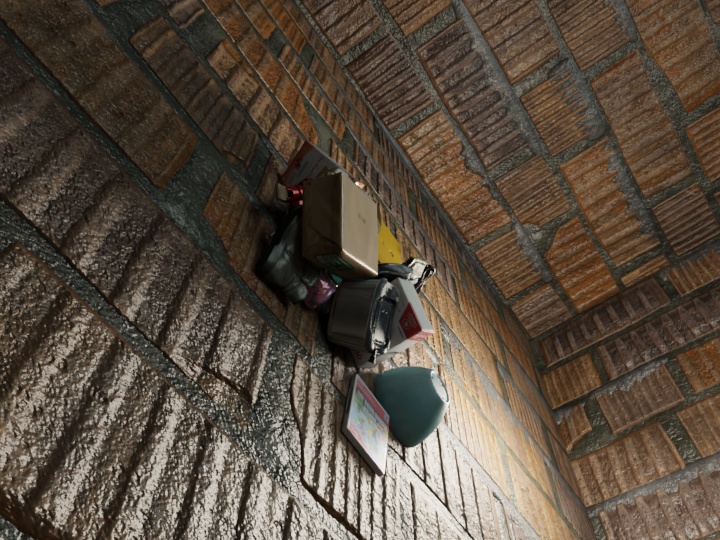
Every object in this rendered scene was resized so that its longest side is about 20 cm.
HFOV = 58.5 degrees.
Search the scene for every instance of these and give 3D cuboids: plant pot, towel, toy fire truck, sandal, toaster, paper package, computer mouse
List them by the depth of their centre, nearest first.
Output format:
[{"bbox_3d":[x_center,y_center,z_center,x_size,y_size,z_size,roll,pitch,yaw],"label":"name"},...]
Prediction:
[{"bbox_3d":[-0.041,-0.093,1.442,0.200,0.102,0.194,35,50,-60],"label":"paper package"},{"bbox_3d":[0.004,0.112,1.499,0.113,0.127,0.203,26,73,-57],"label":"toaster"},{"bbox_3d":[-0.142,-0.140,1.549,0.198,0.128,0.179,-4,75,-40],"label":"toy fire truck"},{"bbox_3d":[-0.020,-0.170,1.601,0.200,0.054,0.081,45,54,-17],"label":"sandal"},{"bbox_3d":[0.144,0.322,1.616,0.201,0.134,0.201,50,21,-26],"label":"plant pot"},{"bbox_3d":[0.081,0.025,1.625,0.197,0.141,0.047,-5,56,-25],"label":"computer mouse"},{"bbox_3d":[0.117,0.036,1.900,0.035,0.192,0.199,57,16,19],"label":"towel"}]

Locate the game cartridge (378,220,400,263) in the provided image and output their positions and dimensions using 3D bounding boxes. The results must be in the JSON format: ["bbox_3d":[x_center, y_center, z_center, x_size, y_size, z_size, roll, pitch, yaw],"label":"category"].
[{"bbox_3d":[0.046,-0.070,1.700,0.200,0.032,0.178,49,28,-31],"label":"game cartridge"}]

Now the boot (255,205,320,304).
[{"bbox_3d":[-0.137,-0.033,1.413,0.130,0.067,0.202,42,59,-24],"label":"boot"}]

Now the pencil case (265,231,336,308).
[{"bbox_3d":[-0.137,-0.012,1.479,0.202,0.087,0.087,58,18,-3],"label":"pencil case"}]

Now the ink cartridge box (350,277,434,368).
[{"bbox_3d":[0.058,0.133,1.581,0.083,0.199,0.146,15,47,-60],"label":"ink cartridge box"}]

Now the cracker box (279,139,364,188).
[{"bbox_3d":[-0.105,-0.234,1.718,0.199,0.135,0.058,40,12,20],"label":"cracker box"}]

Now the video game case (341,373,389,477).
[{"bbox_3d":[0.015,0.339,1.430,0.144,0.017,0.201,54,19,-17],"label":"video game case"}]

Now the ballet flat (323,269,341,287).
[{"bbox_3d":[-0.074,0.010,1.627,0.068,0.067,0.200,52,17,-1],"label":"ballet flat"}]

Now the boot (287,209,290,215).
[{"bbox_3d":[-0.117,-0.092,1.691,0.199,0.073,0.076,34,42,-38],"label":"boot"}]
